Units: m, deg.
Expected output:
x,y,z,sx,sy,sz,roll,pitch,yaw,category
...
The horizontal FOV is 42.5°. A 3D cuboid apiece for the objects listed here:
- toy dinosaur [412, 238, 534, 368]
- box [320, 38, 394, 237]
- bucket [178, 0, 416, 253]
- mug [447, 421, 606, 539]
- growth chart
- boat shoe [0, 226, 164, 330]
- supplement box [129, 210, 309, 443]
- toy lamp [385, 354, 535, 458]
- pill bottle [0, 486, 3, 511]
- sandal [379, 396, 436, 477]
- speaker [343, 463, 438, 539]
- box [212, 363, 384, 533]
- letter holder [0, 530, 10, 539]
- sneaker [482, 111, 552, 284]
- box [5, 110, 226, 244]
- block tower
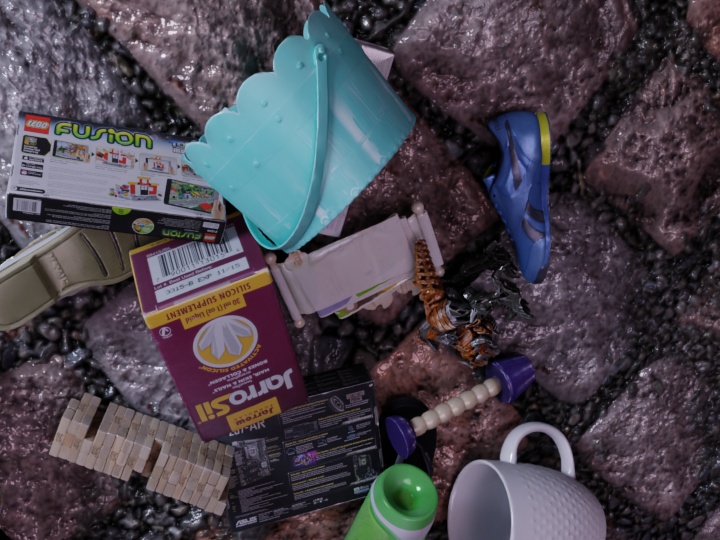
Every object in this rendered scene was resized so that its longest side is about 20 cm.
x,y,z,sx,sy,sz,roll,pitch,yaw,category
0.118,0.040,1.054,0.134,0.104,0.200,-27,151,16,toy dinosaur
-0.016,-0.136,0.966,0.041,0.039,0.204,9,110,-22,box
-0.055,-0.125,0.849,0.135,0.207,0.207,44,96,-10,bucket
0.222,0.297,1.185,0.172,0.147,0.205,10,80,-26,mug
0.000,0.000,1.022,0.196,0.018,0.146,-21,139,-8,growth chart
-0.290,-0.013,0.920,0.198,0.068,0.076,-27,116,-28,boat shoe
-0.142,0.061,0.953,0.128,0.104,0.203,-21,134,-8,supplement box
0.125,0.157,1.114,0.197,0.058,0.059,-23,119,-23,toy lamp
-0.438,0.170,0.932,0.109,0.112,0.204,-11,115,-12,pill bottle
0.063,0.249,1.158,0.074,0.043,0.205,-9,115,-13,sandal
0.029,0.322,1.123,0.086,0.090,0.202,4,135,-18,speaker
-0.074,0.211,1.099,0.195,0.044,0.164,-13,116,-11,box
-0.427,0.402,1.046,0.141,0.101,0.202,-32,118,1,letter holder
0.174,-0.079,1.041,0.076,0.066,0.204,-7,115,-1,sneaker
-0.228,-0.088,0.881,0.195,0.112,0.035,7,138,-19,box
-0.232,0.199,1.014,0.196,0.054,0.059,24,114,-11,block tower
